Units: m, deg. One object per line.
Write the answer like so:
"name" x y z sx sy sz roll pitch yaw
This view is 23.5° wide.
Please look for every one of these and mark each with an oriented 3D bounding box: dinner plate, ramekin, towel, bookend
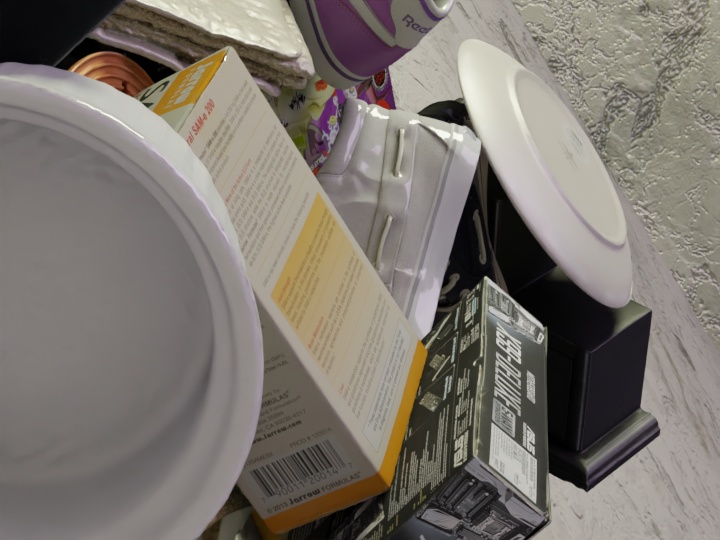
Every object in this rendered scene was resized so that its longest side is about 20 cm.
"dinner plate" 0.128 -0.068 1.122 0.200 0.024 0.201 47 24 -29
"ramekin" -0.133 0.019 0.643 0.201 0.200 0.098 57 8 -15
"towel" -0.123 -0.158 0.930 0.199 0.035 0.133 18 29 -28
"bookend" 0.111 0.014 1.198 0.092 0.199 0.200 -29 133 -40

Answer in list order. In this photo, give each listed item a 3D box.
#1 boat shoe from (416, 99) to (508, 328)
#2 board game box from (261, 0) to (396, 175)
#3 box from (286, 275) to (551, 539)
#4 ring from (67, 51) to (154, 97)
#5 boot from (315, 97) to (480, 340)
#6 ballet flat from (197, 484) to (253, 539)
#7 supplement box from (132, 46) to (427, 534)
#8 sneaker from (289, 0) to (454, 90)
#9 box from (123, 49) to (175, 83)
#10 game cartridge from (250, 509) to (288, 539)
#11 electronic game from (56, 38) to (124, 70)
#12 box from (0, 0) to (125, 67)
"boat shoe" 0.045 -0.003 1.120 0.093 0.074 0.202 -27 111 -56
"board game box" -0.041 -0.094 1.040 0.200 0.032 0.121 -45 136 -47
"box" 0.026 0.109 0.885 0.050 0.158 0.200 39 21 -12
"ring" -0.127 -0.010 0.881 0.200 0.019 0.202 -3 90 -72
"boot" 0.000 0.000 1.024 0.074 0.095 0.202 124 -17 -80
"ballet flat" -0.091 0.119 0.850 0.071 0.070 0.200 63 16 7
"supplement box" -0.054 0.009 0.850 0.201 0.073 0.126 57 25 -20
"sneaker" 0.000 -0.219 1.003 0.072 0.114 0.202 -8 72 -50
"box" -0.111 -0.191 1.096 0.148 0.104 0.201 -111 179 -52
"game cartridge" -0.029 0.061 1.047 0.176 0.032 0.201 -22 82 -45
"electronic game" -0.197 -0.162 1.002 0.201 0.041 0.200 56 9 -14
"box" -0.184 -0.158 0.727 0.123 0.200 0.199 37 28 -34
